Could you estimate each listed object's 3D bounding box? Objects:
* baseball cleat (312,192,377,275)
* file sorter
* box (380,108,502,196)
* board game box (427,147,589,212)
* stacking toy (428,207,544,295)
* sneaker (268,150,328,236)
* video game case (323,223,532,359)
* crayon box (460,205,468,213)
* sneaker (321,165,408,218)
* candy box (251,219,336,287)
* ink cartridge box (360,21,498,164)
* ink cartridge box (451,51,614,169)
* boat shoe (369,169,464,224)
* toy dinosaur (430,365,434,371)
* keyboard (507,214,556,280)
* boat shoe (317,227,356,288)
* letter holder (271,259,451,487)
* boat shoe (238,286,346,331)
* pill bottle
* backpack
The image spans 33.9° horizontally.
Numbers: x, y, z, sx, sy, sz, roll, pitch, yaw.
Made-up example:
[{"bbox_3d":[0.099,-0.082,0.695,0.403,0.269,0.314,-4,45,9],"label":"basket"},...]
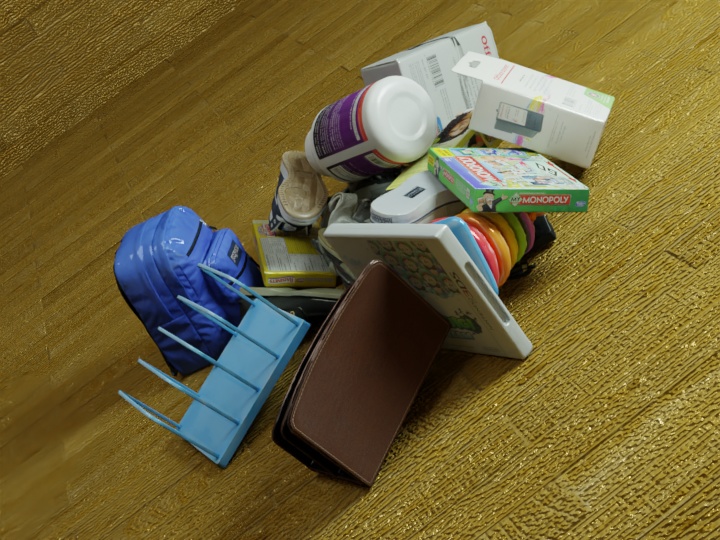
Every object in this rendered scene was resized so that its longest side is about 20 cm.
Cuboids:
[{"bbox_3d":[0.024,-0.080,1.602,0.200,0.107,0.070,-40,21,-16],"label":"baseball cleat"},{"bbox_3d":[-0.186,0.110,1.448,0.201,0.122,0.138,-59,31,-8],"label":"file sorter"},{"bbox_3d":[0.114,-0.142,1.539,0.075,0.050,0.200,-10,32,49],"label":"box"},{"bbox_3d":[0.166,-0.107,1.369,0.133,0.029,0.200,0,19,-12],"label":"board game box"},{"bbox_3d":[0.155,-0.041,1.350,0.199,0.110,0.116,-34,11,-35],"label":"stacking toy"},{"bbox_3d":[-0.090,-0.081,1.660,0.069,0.109,0.201,9,28,-9],"label":"sneaker"},{"bbox_3d":[0.070,0.021,1.281,0.199,0.182,0.024,4,49,53],"label":"video game case"},{"bbox_3d":[0.120,-0.073,1.520,0.200,0.052,0.126,-40,21,-14],"label":"crayon box"},{"bbox_3d":[0.030,-0.115,1.688,0.199,0.080,0.074,-30,23,6],"label":"sneaker"},{"bbox_3d":[-0.098,-0.027,1.696,0.101,0.027,0.200,-1,24,-10],"label":"candy box"},{"bbox_3d":[0.112,-0.252,1.682,0.199,0.146,0.083,-29,17,-38],"label":"ink cartridge box"},{"bbox_3d":[0.209,-0.204,1.480,0.198,0.068,0.117,21,28,10],"label":"ink cartridge box"},{"bbox_3d":[0.078,-0.068,1.411,0.070,0.070,0.200,18,30,28],"label":"boat shoe"},{"bbox_3d":[-0.006,0.117,1.374,0.199,0.048,0.089,-25,33,27],"label":"toy dinosaur"},{"bbox_3d":[0.145,0.003,1.413,0.199,0.021,0.127,-31,21,12],"label":"keyboard"},{"bbox_3d":[0.001,0.000,1.485,0.071,0.067,0.201,-8,24,-27],"label":"boat shoe"},{"bbox_3d":[-0.019,0.100,1.244,0.100,0.142,0.201,5,60,50],"label":"letter holder"},{"bbox_3d":[-0.075,0.052,1.554,0.200,0.064,0.073,-1,-1,32],"label":"boat shoe"},{"bbox_3d":[0.007,-0.184,1.585,0.113,0.113,0.199,-49,19,-28],"label":"pill bottle"},{"bbox_3d":[-0.239,0.009,1.662,0.167,0.201,0.163,-27,25,15],"label":"backpack"}]
